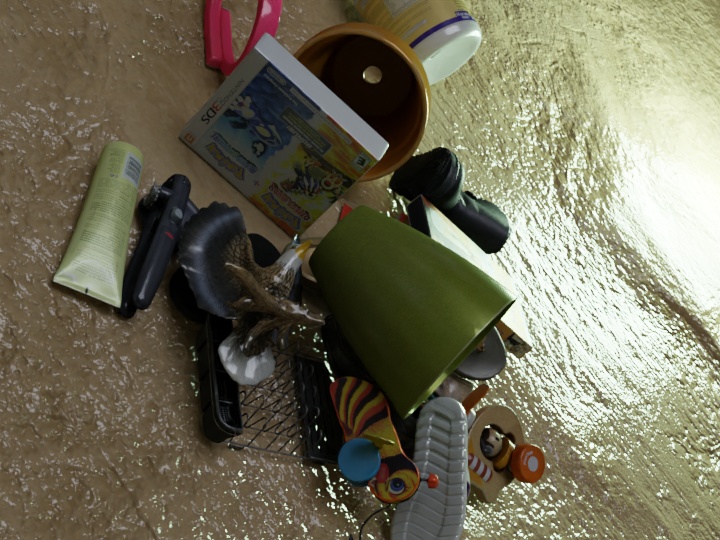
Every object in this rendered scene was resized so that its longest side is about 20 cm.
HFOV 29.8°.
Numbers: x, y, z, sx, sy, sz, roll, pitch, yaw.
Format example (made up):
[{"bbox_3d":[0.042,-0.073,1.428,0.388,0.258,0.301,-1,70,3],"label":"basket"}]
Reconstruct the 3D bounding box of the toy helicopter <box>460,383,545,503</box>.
[{"bbox_3d":[0.123,0.224,1.606,0.199,0.078,0.134,-31,105,-36],"label":"toy helicopter"}]

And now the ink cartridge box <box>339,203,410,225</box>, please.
[{"bbox_3d":[0.060,-0.012,1.770,0.199,0.050,0.110,35,40,-19],"label":"ink cartridge box"}]

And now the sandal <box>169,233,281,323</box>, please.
[{"bbox_3d":[-0.151,-0.003,1.557,0.075,0.045,0.200,44,37,4],"label":"sandal"}]

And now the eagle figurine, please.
[{"bbox_3d":[-0.107,0.016,1.466,0.149,0.200,0.154,-19,112,-15],"label":"eagle figurine"}]

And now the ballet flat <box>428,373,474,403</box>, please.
[{"bbox_3d":[0.066,0.093,1.671,0.067,0.068,0.200,-45,103,-8],"label":"ballet flat"}]

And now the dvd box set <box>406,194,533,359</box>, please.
[{"bbox_3d":[0.140,0.008,1.730,0.200,0.029,0.147,40,25,-31],"label":"dvd box set"}]

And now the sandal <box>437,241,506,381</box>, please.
[{"bbox_3d":[0.119,0.054,1.619,0.081,0.055,0.202,-32,114,-14],"label":"sandal"}]

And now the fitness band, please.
[{"bbox_3d":[-0.152,-0.342,1.764,0.037,0.143,0.202,19,47,-34],"label":"fitness band"}]

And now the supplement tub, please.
[{"bbox_3d":[0.076,-0.393,2.027,0.145,0.145,0.201,-14,70,-49],"label":"supplement tub"}]

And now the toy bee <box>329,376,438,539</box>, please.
[{"bbox_3d":[0.029,0.214,1.484,0.131,0.107,0.203,-93,175,-83],"label":"toy bee"}]

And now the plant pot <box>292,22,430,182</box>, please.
[{"bbox_3d":[0.003,-0.243,1.813,0.200,0.200,0.184,42,23,-8],"label":"plant pot"}]

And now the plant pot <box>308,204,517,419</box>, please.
[{"bbox_3d":[0.042,0.029,1.514,0.200,0.188,0.187,44,37,8],"label":"plant pot"}]

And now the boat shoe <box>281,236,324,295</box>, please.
[{"bbox_3d":[0.000,0.000,1.658,0.198,0.063,0.074,9,85,-22],"label":"boat shoe"}]

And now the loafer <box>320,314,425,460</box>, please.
[{"bbox_3d":[0.027,0.127,1.605,0.073,0.072,0.201,-25,77,-50],"label":"loafer"}]

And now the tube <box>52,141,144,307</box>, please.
[{"bbox_3d":[-0.281,-0.053,1.481,0.052,0.057,0.202,72,18,-49],"label":"tube"}]

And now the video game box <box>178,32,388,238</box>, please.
[{"bbox_3d":[-0.096,-0.158,1.635,0.200,0.182,0.047,41,42,-9],"label":"video game box"}]

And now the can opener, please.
[{"bbox_3d":[-0.223,-0.030,1.500,0.078,0.063,0.201,34,40,-18],"label":"can opener"}]

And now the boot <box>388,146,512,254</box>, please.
[{"bbox_3d":[0.141,-0.090,1.826,0.167,0.200,0.077,33,83,-17],"label":"boot"}]

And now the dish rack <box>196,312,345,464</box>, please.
[{"bbox_3d":[-0.093,0.135,1.498,0.198,0.054,0.155,18,49,-34],"label":"dish rack"}]

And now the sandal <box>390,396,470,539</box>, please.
[{"bbox_3d":[0.089,0.247,1.529,0.050,0.081,0.205,43,59,-65],"label":"sandal"}]
